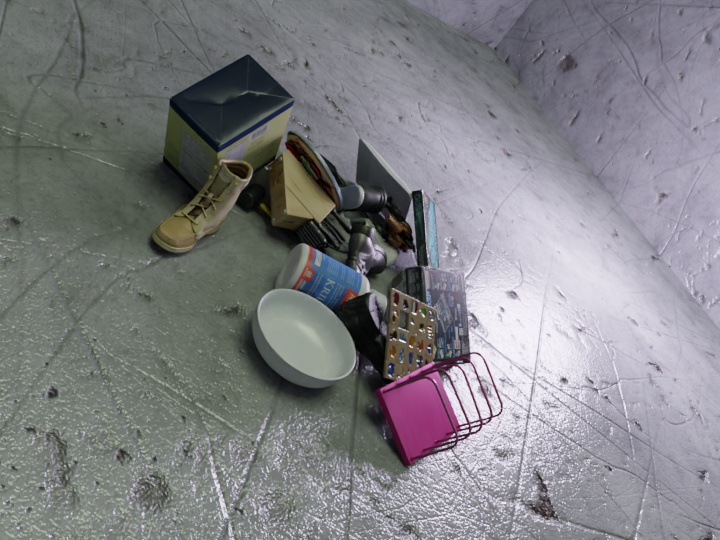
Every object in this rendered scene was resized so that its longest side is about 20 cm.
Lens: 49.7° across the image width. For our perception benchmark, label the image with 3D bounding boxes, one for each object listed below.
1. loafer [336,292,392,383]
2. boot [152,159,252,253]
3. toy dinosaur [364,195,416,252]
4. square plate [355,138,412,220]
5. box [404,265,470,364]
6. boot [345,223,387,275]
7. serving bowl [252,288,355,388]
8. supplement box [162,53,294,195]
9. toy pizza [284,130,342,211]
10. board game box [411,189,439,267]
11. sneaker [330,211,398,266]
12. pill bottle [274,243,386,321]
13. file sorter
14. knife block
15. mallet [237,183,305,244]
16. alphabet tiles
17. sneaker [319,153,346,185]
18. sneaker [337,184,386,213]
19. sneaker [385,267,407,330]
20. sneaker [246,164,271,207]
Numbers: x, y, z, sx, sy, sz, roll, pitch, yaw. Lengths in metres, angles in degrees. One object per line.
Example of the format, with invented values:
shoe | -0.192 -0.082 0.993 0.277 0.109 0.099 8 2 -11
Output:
loafer | 0.022 0.131 1.448 0.201 0.072 0.073 68 26 -22
boot | -0.278 -0.119 1.392 0.073 0.156 0.200 43 29 5
toy dinosaur | 0.082 -0.101 1.806 0.102 0.200 0.136 -38 74 -21
square plate | 0.059 -0.202 1.887 0.028 0.200 0.198 -33 71 -17
box | 0.162 0.096 1.615 0.159 0.046 0.201 6 78 -48
boot | 0.000 0.000 1.634 0.200 0.070 0.132 57 43 -62
serving bowl | -0.107 0.127 1.346 0.200 0.066 0.200 29 30 -19
supplement box | -0.259 -0.271 1.511 0.134 0.200 0.200 45 58 8
toy pizza | -0.105 -0.207 1.661 0.200 0.032 0.200 52 -12 16
board game box | 0.154 -0.075 1.811 0.135 0.028 0.201 26 59 -71
sneaker | 0.014 -0.068 1.741 0.200 0.080 0.071 21 33 -33
pill bottle | -0.052 0.040 1.481 0.200 0.112 0.112 27 32 -20
file sorter | 0.150 0.237 1.394 0.200 0.125 0.139 -15 81 -56
knife block | -0.098 -0.136 1.620 0.175 0.064 0.201 7 67 -36
mallet | -0.173 -0.098 1.612 0.200 0.041 0.066 47 30 3
alphabet tiles | 0.095 0.151 1.473 0.167 0.008 0.201 26 64 -51
sneaker | -0.079 -0.224 1.858 0.200 0.076 0.091 55 22 17
sneaker | -0.018 -0.158 1.750 0.099 0.071 0.200 6 0 -34
sneaker | 0.115 0.075 1.668 0.099 0.078 0.200 37 31 -16
sneaker | -0.169 -0.175 1.684 0.200 0.075 0.085 42 29 -17
